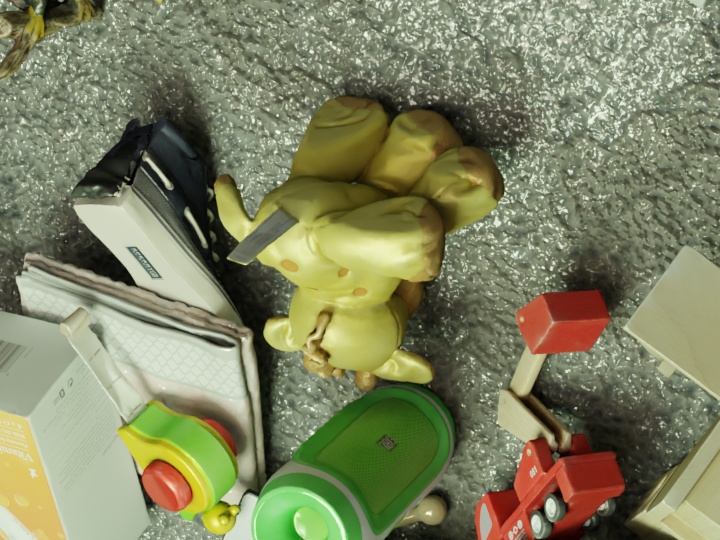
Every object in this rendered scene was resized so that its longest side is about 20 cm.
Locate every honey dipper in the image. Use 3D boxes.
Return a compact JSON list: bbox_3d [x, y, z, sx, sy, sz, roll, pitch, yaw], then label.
[{"bbox_3d":[-0.024,0.200,1.823,0.199,0.038,0.038,-19,100,27],"label":"honey dipper"}]

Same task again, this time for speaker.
[{"bbox_3d":[-0.002,0.147,1.697,0.088,0.200,0.089,8,111,22],"label":"speaker"}]

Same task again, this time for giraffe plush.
[{"bbox_3d":[0.000,0.000,1.680,0.173,0.200,0.163,40,152,42],"label":"giraffe plush"}]

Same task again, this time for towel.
[{"bbox_3d":[-0.166,0.089,1.816,0.199,0.032,0.191,18,137,20],"label":"towel"}]

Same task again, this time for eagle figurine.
[{"bbox_3d":[-0.194,-0.241,1.686,0.150,0.152,0.200,8,136,-16],"label":"eagle figurine"}]

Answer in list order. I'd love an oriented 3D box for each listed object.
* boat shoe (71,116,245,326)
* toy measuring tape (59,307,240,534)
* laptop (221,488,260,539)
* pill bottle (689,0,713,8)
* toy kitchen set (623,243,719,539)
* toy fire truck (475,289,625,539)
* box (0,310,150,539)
[{"bbox_3d":[-0.127,-0.024,1.772,0.074,0.093,0.200,3,141,37],"label":"boat shoe"},{"bbox_3d":[-0.143,0.110,1.749,0.073,0.074,0.200,-22,109,29],"label":"toy measuring tape"},{"bbox_3d":[-0.047,0.303,1.798,0.187,0.116,0.200,24,121,-2],"label":"laptop"},{"bbox_3d":[0.160,-0.256,1.528,0.200,0.113,0.113,37,119,9],"label":"pill bottle"},{"bbox_3d":[0.246,0.084,1.635,0.163,0.180,0.200,37,80,5],"label":"toy kitchen set"},{"bbox_3d":[0.127,0.119,1.696,0.200,0.049,0.141,-57,44,50],"label":"toy fire truck"},{"bbox_3d":[-0.253,0.140,1.826,0.124,0.098,0.200,12,134,26],"label":"box"}]
